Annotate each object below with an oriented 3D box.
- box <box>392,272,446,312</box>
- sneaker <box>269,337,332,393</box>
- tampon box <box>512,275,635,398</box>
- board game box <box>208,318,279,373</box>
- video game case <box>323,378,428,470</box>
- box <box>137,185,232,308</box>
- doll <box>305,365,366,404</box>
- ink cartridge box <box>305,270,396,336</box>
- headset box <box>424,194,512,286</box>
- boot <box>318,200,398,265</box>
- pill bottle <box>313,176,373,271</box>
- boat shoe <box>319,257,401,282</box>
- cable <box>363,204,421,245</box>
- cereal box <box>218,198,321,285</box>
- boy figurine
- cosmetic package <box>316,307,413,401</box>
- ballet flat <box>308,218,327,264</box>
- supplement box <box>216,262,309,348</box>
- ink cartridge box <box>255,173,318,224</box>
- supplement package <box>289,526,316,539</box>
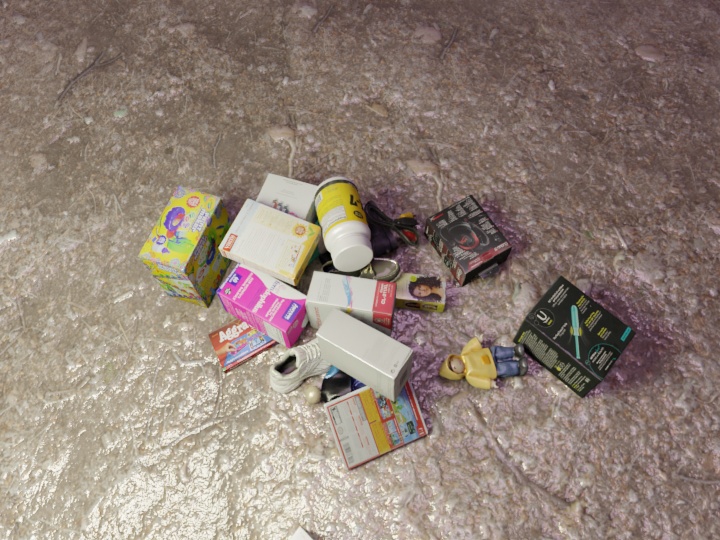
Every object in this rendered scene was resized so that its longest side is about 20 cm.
[{"bbox_3d":[0.110,0.049,1.298,0.193,0.051,0.077,5,61,5],"label":"box"},{"bbox_3d":[-0.118,0.198,1.197,0.198,0.100,0.078,-34,66,-16],"label":"sneaker"},{"bbox_3d":[0.472,0.148,1.193,0.149,0.127,0.199,-41,68,-19],"label":"tampon box"},{"bbox_3d":[-0.256,0.150,1.272,0.196,0.020,0.104,-28,64,-13],"label":"board game box"},{"bbox_3d":[0.034,0.320,1.144,0.195,0.017,0.147,-20,88,-9],"label":"video game case"},{"bbox_3d":[-0.404,-0.054,1.285,0.118,0.194,0.204,15,62,10],"label":"box"},{"bbox_3d":[-0.027,0.272,1.185,0.193,0.049,0.140,-4,64,-1],"label":"doll"},{"bbox_3d":[-0.019,0.083,1.229,0.193,0.147,0.085,9,62,6],"label":"ink cartridge box"},{"bbox_3d":[0.273,-0.069,1.341,0.146,0.076,0.202,-28,65,-12],"label":"headset box"},{"bbox_3d":[-0.022,-0.078,1.368,0.196,0.066,0.167,-27,57,-3],"label":"boot"},{"bbox_3d":[-0.039,-0.107,1.238,0.111,0.116,0.204,-13,58,-6],"label":"pill bottle"},{"bbox_3d":[0.000,0.003,1.264,0.195,0.061,0.074,-7,60,2],"label":"boat shoe"},{"bbox_3d":[0.083,-0.108,1.333,0.195,0.050,0.100,3,70,-36],"label":"cable"},{"bbox_3d":[-0.203,-0.067,1.209,0.195,0.040,0.147,21,65,12],"label":"cereal box"},{"bbox_3d":[0.273,0.206,1.205,0.193,0.065,0.128,-3,64,-4],"label":"boy figurine"},{"bbox_3d":[0.008,0.177,1.124,0.197,0.114,0.082,28,60,21],"label":"cosmetic package"},{"bbox_3d":[-0.087,-0.094,1.320,0.068,0.068,0.203,5,49,20],"label":"ballet flat"},{"bbox_3d":[-0.222,0.078,1.242,0.196,0.104,0.102,27,64,13],"label":"supplement box"},{"bbox_3d":[-0.193,-0.106,1.333,0.140,0.146,0.204,16,64,10],"label":"ink cartridge box"},{"bbox_3d":[-0.129,0.600,0.974,0.120,0.121,0.201,35,68,18],"label":"supplement package"}]
